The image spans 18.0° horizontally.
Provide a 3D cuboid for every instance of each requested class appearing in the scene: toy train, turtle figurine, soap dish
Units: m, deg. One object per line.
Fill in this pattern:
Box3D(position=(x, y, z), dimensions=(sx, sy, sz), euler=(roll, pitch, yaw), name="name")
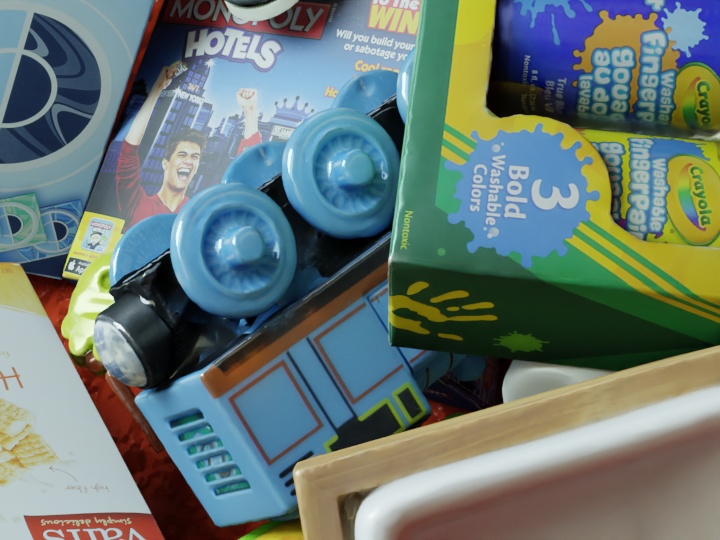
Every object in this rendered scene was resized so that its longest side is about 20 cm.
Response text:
Box3D(position=(0.000, 0.000, 0.809), dimensions=(0.200, 0.115, 0.087), euler=(-36, 8, -27), name="toy train")
Box3D(position=(-0.046, 0.053, 0.909), dimensions=(0.199, 0.161, 0.065), euler=(35, 79, 25), name="turtle figurine")
Box3D(position=(0.063, 0.128, 0.694), dimensions=(0.156, 0.202, 0.081), euler=(-15, 17, -18), name="soap dish")

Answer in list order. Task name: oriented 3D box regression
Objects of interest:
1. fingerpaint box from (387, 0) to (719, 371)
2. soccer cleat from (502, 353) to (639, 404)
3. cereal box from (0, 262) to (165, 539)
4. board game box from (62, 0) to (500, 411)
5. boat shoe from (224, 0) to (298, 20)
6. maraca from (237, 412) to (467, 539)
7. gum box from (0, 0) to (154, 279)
Box3D(position=(0.101, -0.071, 0.746), dimensions=(0.165, 0.073, 0.202), euler=(7, 67, 3), name="fingerpaint box")
Box3D(position=(0.138, 0.058, 0.797), dimensions=(0.069, 0.199, 0.078), euler=(-43, 30, 53), name="soccer cleat")
Box3D(position=(-0.165, 0.066, 0.836), dimensions=(0.200, 0.143, 0.040), euler=(53, 134, 46), name="cereal box")
Box3D(position=(-0.006, -0.061, 0.982), dimensions=(0.199, 0.062, 0.201), euler=(14, 78, 33), name="board game box")
Box3D(position=(-0.033, -0.205, 0.969), dimensions=(0.071, 0.067, 0.202), euler=(5, 75, 38), name="boat shoe")
Box3D(position=(0.014, 0.134, 0.786), dimensions=(0.199, 0.107, 0.137), euler=(-37, 73, -16), name="maraca")
Box3D(position=(-0.186, -0.097, 0.982), dimensions=(0.045, 0.169, 0.201), euler=(-103, 30, -48), name="gum box")
